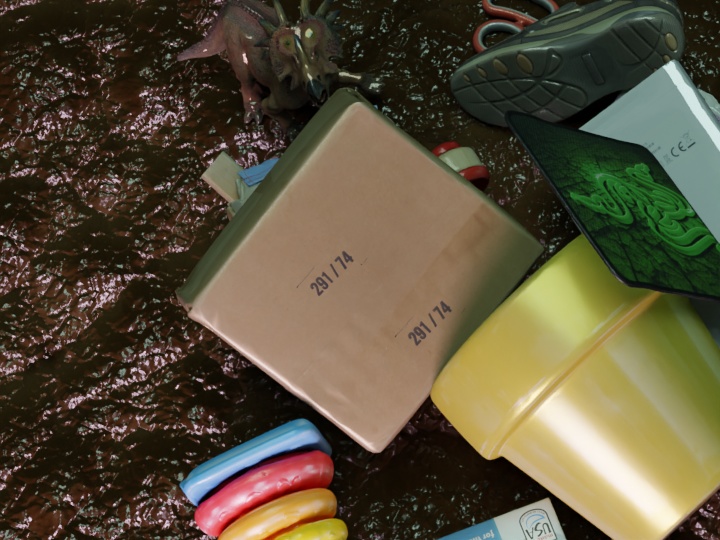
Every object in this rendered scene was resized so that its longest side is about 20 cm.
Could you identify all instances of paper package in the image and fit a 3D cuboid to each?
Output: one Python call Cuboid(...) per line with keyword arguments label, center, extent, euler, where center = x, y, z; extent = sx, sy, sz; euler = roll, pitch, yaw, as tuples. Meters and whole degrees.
Cuboid(label="paper package", center=(0.000, 0.000, 1.671), extent=(0.190, 0.103, 0.201), euler=(38, 93, -11))

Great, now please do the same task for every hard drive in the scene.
Cuboid(label="hard drive", center=(0.237, -0.037, 1.720), extent=(0.132, 0.025, 0.201), euler=(-36, 74, 18))

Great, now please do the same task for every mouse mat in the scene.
Cuboid(label="mouse mat", center=(0.192, -0.041, 1.605), extent=(0.008, 0.199, 0.161), euler=(-46, 60, 24))

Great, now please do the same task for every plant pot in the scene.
Cuboid(label="plant pot", center=(0.182, 0.090, 1.628), extent=(0.200, 0.201, 0.189), euler=(-41, 79, -14))

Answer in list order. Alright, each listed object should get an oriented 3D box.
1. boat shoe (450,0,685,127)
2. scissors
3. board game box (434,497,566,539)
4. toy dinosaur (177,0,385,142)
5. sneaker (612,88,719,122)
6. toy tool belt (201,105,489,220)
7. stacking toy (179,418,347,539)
Cuboid(label="boat shoe", center=(0.167, -0.169, 1.822), extent=(0.198, 0.075, 0.074), euler=(-12, 31, 25))
Cuboid(label="scissors", center=(0.182, -0.180, 1.866), extent=(0.199, 0.014, 0.074), euler=(20, 65, 20))
Cuboid(label="board game box", center=(0.099, 0.278, 1.611), extent=(0.150, 0.047, 0.201), euler=(-20, 60, -2))
Cuboid(label="toy dinosaur", center=(-0.069, -0.178, 1.827), extent=(0.199, 0.136, 0.086), euler=(27, 71, 33))
Cuboid(label="sneaker", center=(0.278, -0.097, 1.771), extent=(0.198, 0.075, 0.100), euler=(12, 65, 15))
Cuboid(label="toy tool belt", center=(-0.013, -0.076, 1.780), extent=(0.199, 0.125, 0.124), euler=(-27, 69, -7))
Cuboid(label="stacking toy", center=(-0.042, 0.219, 1.648), extent=(0.109, 0.116, 0.201), euler=(-25, 75, 1))
